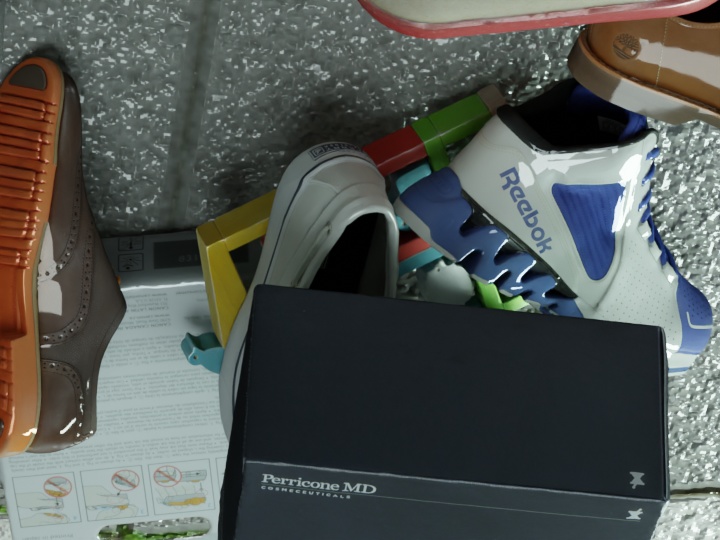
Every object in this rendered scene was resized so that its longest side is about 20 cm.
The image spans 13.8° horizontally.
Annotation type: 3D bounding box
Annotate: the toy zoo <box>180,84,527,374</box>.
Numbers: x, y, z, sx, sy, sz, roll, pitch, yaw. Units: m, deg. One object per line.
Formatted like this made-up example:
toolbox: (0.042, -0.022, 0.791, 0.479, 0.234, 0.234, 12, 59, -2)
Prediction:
toy zoo: (0.000, 0.000, 1.527, 0.200, 0.020, 0.131, -26, 129, -5)

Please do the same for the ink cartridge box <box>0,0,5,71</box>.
ink cartridge box: (-0.269, -0.153, 1.385, 0.116, 0.067, 0.200, -26, 127, 17)

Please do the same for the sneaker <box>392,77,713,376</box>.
sneaker: (0.123, -0.029, 1.498, 0.199, 0.081, 0.115, 27, 107, -37)

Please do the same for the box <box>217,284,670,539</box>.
box: (0.035, 0.108, 1.437, 0.200, 0.104, 0.182, 6, 144, -5)

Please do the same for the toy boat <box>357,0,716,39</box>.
toy boat: (0.086, -0.163, 1.385, 0.200, 0.131, 0.131, -5, 161, 1)

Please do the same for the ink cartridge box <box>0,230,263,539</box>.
ink cartridge box: (-0.120, 0.070, 1.599, 0.162, 0.057, 0.200, -5, 134, -1)

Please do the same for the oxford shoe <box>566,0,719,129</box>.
oxford shoe: (0.207, -0.100, 1.464, 0.200, 0.071, 0.071, 14, 121, -15)

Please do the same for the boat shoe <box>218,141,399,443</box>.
boat shoe: (-0.019, 0.035, 1.487, 0.072, 0.066, 0.200, 3, 122, -25)

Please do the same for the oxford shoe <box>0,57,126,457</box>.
oxford shoe: (-0.157, -0.007, 1.492, 0.073, 0.071, 0.200, 0, 102, -39)
